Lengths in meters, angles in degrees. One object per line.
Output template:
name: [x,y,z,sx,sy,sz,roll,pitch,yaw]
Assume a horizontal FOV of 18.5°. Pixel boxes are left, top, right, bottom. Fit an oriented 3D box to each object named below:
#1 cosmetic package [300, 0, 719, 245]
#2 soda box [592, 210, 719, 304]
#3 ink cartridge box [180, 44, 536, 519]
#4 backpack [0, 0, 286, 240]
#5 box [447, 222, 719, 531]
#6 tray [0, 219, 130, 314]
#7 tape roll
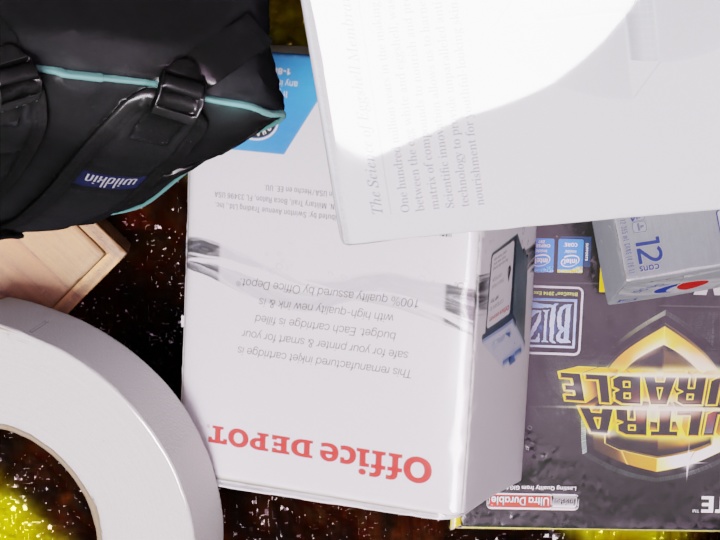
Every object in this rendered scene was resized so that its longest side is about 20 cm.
cosmetic package: [0.081,-0.129,0.841,0.200,0.123,0.200,-5,114,8]
soda box: [0.129,-0.090,1.014,0.063,0.068,0.200,-9,80,-2]
ink cartridge box: [0.000,0.000,1.013,0.146,0.086,0.200,7,100,24]
backpack: [-0.143,-0.094,0.937,0.176,0.200,0.154,1,68,-26]
box: [0.143,0.046,1.073,0.200,0.049,0.160,2,97,-4]
tray: [-0.215,-0.045,1.043,0.099,0.037,0.200,-45,99,4]
tape roll: [-0.162,0.113,1.030,0.202,0.037,0.203,6,109,18]
